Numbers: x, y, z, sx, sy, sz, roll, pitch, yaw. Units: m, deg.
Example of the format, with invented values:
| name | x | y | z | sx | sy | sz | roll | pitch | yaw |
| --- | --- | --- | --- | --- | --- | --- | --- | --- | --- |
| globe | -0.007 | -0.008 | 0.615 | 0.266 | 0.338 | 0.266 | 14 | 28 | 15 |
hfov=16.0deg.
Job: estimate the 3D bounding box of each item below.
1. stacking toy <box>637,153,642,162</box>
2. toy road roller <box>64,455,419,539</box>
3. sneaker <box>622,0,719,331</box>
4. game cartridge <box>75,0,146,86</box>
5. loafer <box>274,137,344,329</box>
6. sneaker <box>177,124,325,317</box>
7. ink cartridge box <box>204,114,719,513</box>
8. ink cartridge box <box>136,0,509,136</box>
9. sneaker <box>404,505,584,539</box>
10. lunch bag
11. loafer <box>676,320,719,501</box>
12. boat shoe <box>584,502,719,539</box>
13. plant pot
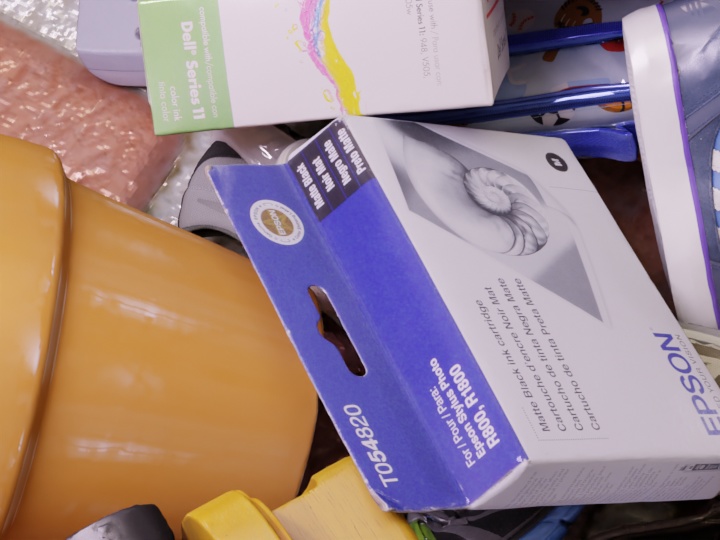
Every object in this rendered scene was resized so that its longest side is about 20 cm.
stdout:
| name | x | y | z | sx | sy | sz | roll | pitch | yaw |
| --- | --- | --- | --- | --- | --- | --- | --- | --- | --- |
| stacking toy | 0.233 | -0.059 | 1.294 | 0.199 | 0.110 | 0.116 | 4 | 43 | 10 |
| toy road roller | -0.043 | 0.161 | 1.065 | 0.146 | 0.200 | 0.123 | -26 | 71 | -17 |
| sneaker | 0.210 | -0.048 | 1.215 | 0.146 | 0.201 | 0.081 | -12 | 24 | 4 |
| game cartridge | -0.051 | -0.164 | 1.319 | 0.199 | 0.041 | 0.134 | -12 | 51 | 19 |
| loafer | 0.030 | 0.023 | 1.191 | 0.200 | 0.063 | 0.072 | 43 | 43 | 8 |
| sneaker | 0.000 | 0.000 | 1.257 | 0.200 | 0.074 | 0.080 | 32 | 87 | 10 |
| ink cartridge box | 0.054 | 0.016 | 1.125 | 0.199 | 0.041 | 0.200 | 1 | 49 | -40 |
| ink cartridge box | 0.006 | -0.112 | 1.199 | 0.199 | 0.117 | 0.068 | -5 | 103 | 9 |
| sneaker | 0.023 | 0.129 | 1.171 | 0.199 | 0.071 | 0.083 | -28 | 71 | -16 |
| lunch bag | 0.092 | -0.124 | 1.301 | 0.199 | 0.076 | 0.161 | -7 | 54 | 14 |
| loafer | 0.173 | 0.072 | 1.203 | 0.199 | 0.075 | 0.070 | 1 | 49 | 7 |
| boat shoe | 0.180 | 0.145 | 1.172 | 0.199 | 0.073 | 0.075 | -9 | 60 | -10 |
| plant pot | -0.121 | 0.051 | 1.150 | 0.182 | 0.200 | 0.201 | 12 | 57 | -16 |
